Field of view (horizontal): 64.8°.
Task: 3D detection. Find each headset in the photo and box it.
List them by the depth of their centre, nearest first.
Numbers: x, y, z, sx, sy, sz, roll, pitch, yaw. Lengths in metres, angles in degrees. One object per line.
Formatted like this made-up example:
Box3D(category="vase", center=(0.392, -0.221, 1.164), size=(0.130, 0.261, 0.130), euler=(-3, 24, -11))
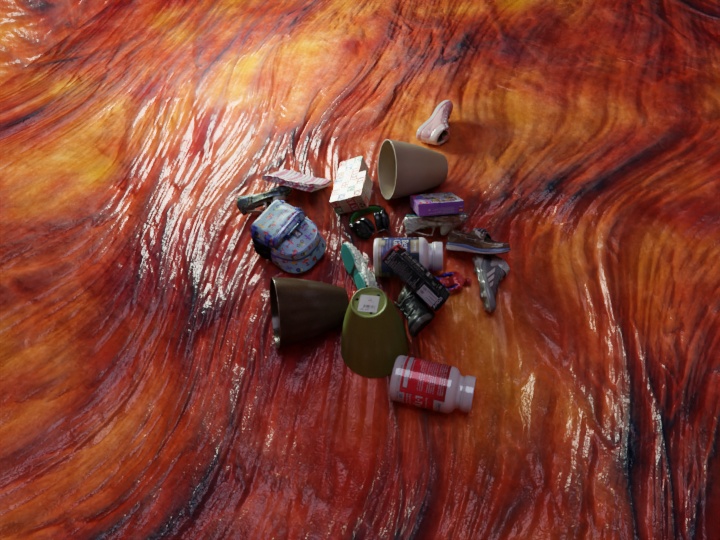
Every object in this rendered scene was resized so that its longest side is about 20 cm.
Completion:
Box3D(category="headset", center=(0.041, -0.131, 1.765), size=(0.122, 0.095, 0.200), euler=(-27, 38, -9))

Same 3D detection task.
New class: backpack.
Box3D(category="backpack", center=(-0.210, -0.096, 1.711), size=(0.199, 0.135, 0.183), euler=(31, 61, 24))

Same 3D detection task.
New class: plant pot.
Box3D(category="plant pot", center=(0.031, 0.141, 1.449), size=(0.184, 0.202, 0.189), euler=(-3, 51, 4))
Box3D(category="plant pot", center=(-0.134, 0.104, 1.531), size=(0.197, 0.188, 0.189), euler=(-5, 49, -16))
Box3D(category="plant pot", center=(0.177, -0.329, 1.840), size=(0.197, 0.189, 0.189), euler=(-4, 49, -16))

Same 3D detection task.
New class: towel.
Box3D(category="towel", center=(-0.211, -0.307, 1.902), size=(0.197, 0.030, 0.146), euler=(16, 22, 18))

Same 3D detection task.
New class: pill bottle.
Box3D(category="pill bottle", center=(0.176, 0.280, 1.377), size=(0.197, 0.113, 0.113), euler=(10, 53, 15))
Box3D(category="pill bottle", center=(0.138, -0.039, 1.638), size=(0.196, 0.112, 0.112), euler=(-1, 51, 5))

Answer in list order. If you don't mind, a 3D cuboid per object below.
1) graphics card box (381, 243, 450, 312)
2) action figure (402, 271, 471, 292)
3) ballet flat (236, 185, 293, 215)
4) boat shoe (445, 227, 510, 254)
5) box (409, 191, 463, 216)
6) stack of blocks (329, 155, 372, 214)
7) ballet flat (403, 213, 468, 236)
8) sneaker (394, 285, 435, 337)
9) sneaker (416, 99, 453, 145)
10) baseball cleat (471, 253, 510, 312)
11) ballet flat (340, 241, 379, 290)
Box3D(category="graphics card box", center=(0.151, 0.016, 1.515), size=(0.200, 0.125, 0.051), euler=(42, 104, 5))
Box3D(category="action figure", center=(0.219, 0.038, 1.609), size=(0.196, 0.052, 0.066), euler=(-5, 56, -4))
Box3D(category="ballet flat", center=(-0.309, -0.227, 1.879), size=(0.197, 0.075, 0.075), euler=(-18, 51, -9))
Box3D(category="boat shoe", center=(0.337, -0.087, 1.636), size=(0.197, 0.074, 0.072), euler=(6, 6, 33))
Box3D(category="box", center=(0.229, -0.204, 1.735), size=(0.134, 0.040, 0.200), euler=(-4, 15, -1))
Box3D(category="stack of blocks", center=(-0.022, -0.284, 1.861), size=(0.113, 0.059, 0.202), euler=(-11, 46, 24))
Box3D(category="ballet flat", center=(0.230, -0.138, 1.738), size=(0.196, 0.072, 0.073), euler=(-1, 51, 8))
Box3D(category="sneaker", center=(0.132, 0.105, 1.467), size=(0.114, 0.199, 0.076), euler=(45, 104, 5))
Box3D(category="sneaker", center=(0.296, -0.522, 2.030), size=(0.104, 0.076, 0.201), euler=(29, 67, 31))
Box3D(category="baseball cleat", center=(0.375, 0.025, 1.587), size=(0.104, 0.070, 0.202), euler=(-7, 52, 1))
Box3D(category="ballet flat", center=(0.000, 0.000, 1.664), size=(0.071, 0.072, 0.202), euler=(-18, 54, -9))
